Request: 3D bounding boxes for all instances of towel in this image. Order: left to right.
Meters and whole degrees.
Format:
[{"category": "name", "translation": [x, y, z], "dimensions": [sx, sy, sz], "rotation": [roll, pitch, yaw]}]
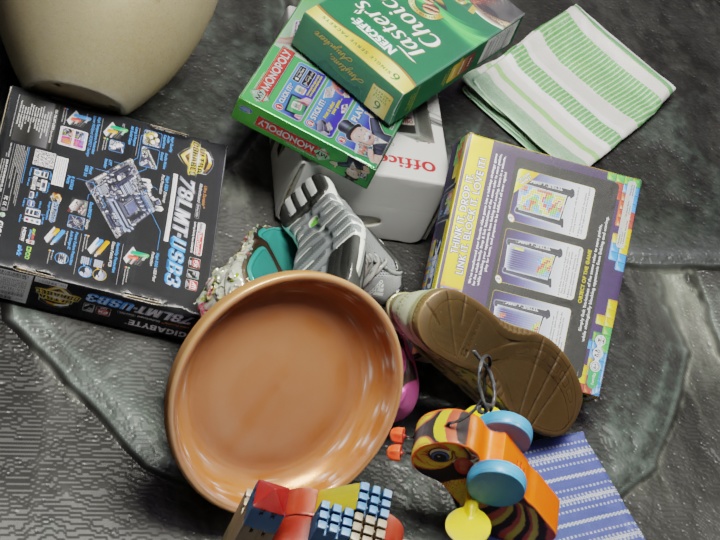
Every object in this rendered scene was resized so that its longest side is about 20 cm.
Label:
[{"category": "towel", "translation": [0.167, 0.230, 1.644], "dimensions": [0.145, 0.024, 0.200], "rotation": [-10, 55, -26]}, {"category": "towel", "translation": [0.210, -0.183, 1.998], "dimensions": [0.153, 0.023, 0.200], "rotation": [42, 49, 13]}]

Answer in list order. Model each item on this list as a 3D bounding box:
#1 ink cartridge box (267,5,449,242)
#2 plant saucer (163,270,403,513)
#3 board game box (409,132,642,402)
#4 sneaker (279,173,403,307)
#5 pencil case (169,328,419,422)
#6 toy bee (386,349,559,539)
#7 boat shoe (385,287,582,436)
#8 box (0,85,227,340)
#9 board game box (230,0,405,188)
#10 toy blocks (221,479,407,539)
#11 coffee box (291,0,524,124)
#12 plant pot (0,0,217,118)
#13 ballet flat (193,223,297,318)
[{"category": "ink cartridge box", "translation": [-0.004, -0.135, 1.828], "dimensions": [0.147, 0.083, 0.200], "rotation": [8, 49, -18]}, {"category": "plant saucer", "translation": [-0.062, 0.092, 1.539], "dimensions": [0.200, 0.200, 0.037], "rotation": [-6, 21, -27]}, {"category": "board game box", "translation": [0.143, -0.001, 1.737], "dimensions": [0.165, 0.057, 0.200], "rotation": [15, 79, -9]}, {"category": "sneaker", "translation": [0.000, 0.000, 1.673], "dimensions": [0.115, 0.075, 0.200], "rotation": [43, 16, -26]}, {"category": "pencil case", "translation": [-0.057, 0.090, 1.619], "dimensions": [0.200, 0.091, 0.094], "rotation": [-8, 91, -30]}, {"category": "toy bee", "translation": [0.082, 0.142, 1.581], "dimensions": [0.109, 0.200, 0.131], "rotation": [-8, 24, 22]}, {"category": "boat shoe", "translation": [0.106, 0.071, 1.651], "dimensions": [0.200, 0.063, 0.073], "rotation": [39, 75, -31]}, {"category": "box", "translation": [-0.220, -0.049, 1.690], "dimensions": [0.198, 0.050, 0.200], "rotation": [15, 49, -13]}, {"category": "board game box", "translation": [-0.017, -0.172, 1.775], "dimensions": [0.135, 0.029, 0.200], "rotation": [27, 46, 0]}, {"category": "toy blocks", "translation": [-0.021, 0.210, 1.498], "dimensions": [0.200, 0.137, 0.100], "rotation": [19, 47, -8]}, {"category": "coffee box", "translation": [0.046, -0.218, 1.793], "dimensions": [0.123, 0.044, 0.200], "rotation": [42, 47, 14]}, {"category": "plant pot", "translation": [-0.233, -0.210, 1.745], "dimensions": [0.200, 0.200, 0.135], "rotation": [14, 77, -11]}, {"category": "ballet flat", "translation": [-0.092, 0.007, 1.663], "dimensions": [0.076, 0.064, 0.200], "rotation": [61, 15, -2]}]
